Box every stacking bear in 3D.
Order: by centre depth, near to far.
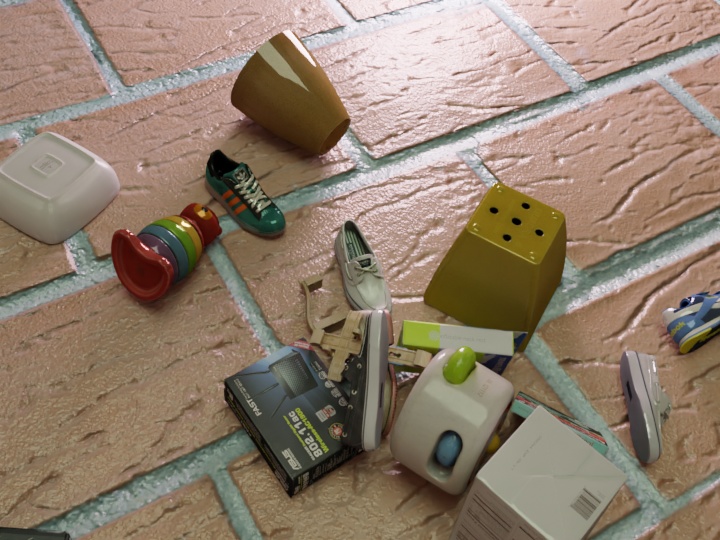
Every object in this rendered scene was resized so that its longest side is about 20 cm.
[{"bbox_3d":[-0.312,-0.046,1.502,0.121,0.115,0.200,35,43,8],"label":"stacking bear"}]

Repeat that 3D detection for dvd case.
[{"bbox_3d":[0.295,0.226,1.329,0.144,0.200,0.022,26,93,12],"label":"dvd case"}]

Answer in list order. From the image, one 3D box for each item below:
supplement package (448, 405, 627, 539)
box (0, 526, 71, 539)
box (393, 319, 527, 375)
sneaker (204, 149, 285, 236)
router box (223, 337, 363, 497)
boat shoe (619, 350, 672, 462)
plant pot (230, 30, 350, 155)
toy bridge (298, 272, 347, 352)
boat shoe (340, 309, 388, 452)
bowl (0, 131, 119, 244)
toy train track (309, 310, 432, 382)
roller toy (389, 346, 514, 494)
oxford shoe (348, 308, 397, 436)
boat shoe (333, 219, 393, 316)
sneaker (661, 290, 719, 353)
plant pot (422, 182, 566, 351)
[{"bbox_3d":[0.236,0.327,1.215,0.150,0.202,0.151,38,55,22],"label":"supplement package"},{"bbox_3d":[-0.486,0.412,1.142,0.196,0.046,0.161,6,50,-4],"label":"box"},{"bbox_3d":[0.156,0.130,1.414,0.196,0.123,0.049,6,62,-2],"label":"box"},{"bbox_3d":[-0.212,-0.141,1.608,0.199,0.081,0.071,38,55,21],"label":"sneaker"},{"bbox_3d":[-0.096,0.217,1.346,0.148,0.063,0.200,-27,60,-26],"label":"router box"},{"bbox_3d":[0.465,0.213,1.424,0.064,0.074,0.203,3,52,0],"label":"boat shoe"},{"bbox_3d":[-0.118,-0.326,1.726,0.200,0.187,0.186,42,56,9],"label":"plant pot"},{"bbox_3d":[-0.053,0.090,1.479,0.066,0.027,0.201,-23,59,-23],"label":"toy bridge"},{"bbox_3d":[0.002,0.157,1.289,0.065,0.070,0.205,3,85,13],"label":"boat shoe"},{"bbox_3d":[-0.551,-0.162,1.584,0.197,0.075,0.201,29,51,14],"label":"bowl"},{"bbox_3d":[0.011,0.116,1.343,0.196,0.033,0.117,10,66,22],"label":"toy train track"},{"bbox_3d":[0.140,0.223,1.300,0.138,0.201,0.184,28,75,16],"label":"roller toy"},{"bbox_3d":[0.014,0.158,1.391,0.073,0.071,0.204,3,63,-15],"label":"oxford shoe"},{"bbox_3d":[0.000,0.000,1.534,0.072,0.067,0.202,-16,55,-20],"label":"boat shoe"},{"bbox_3d":[0.614,0.068,1.565,0.197,0.075,0.083,-22,55,-25],"label":"sneaker"},{"bbox_3d":[0.245,-0.025,1.519,0.197,0.178,0.201,26,52,14],"label":"plant pot"}]
